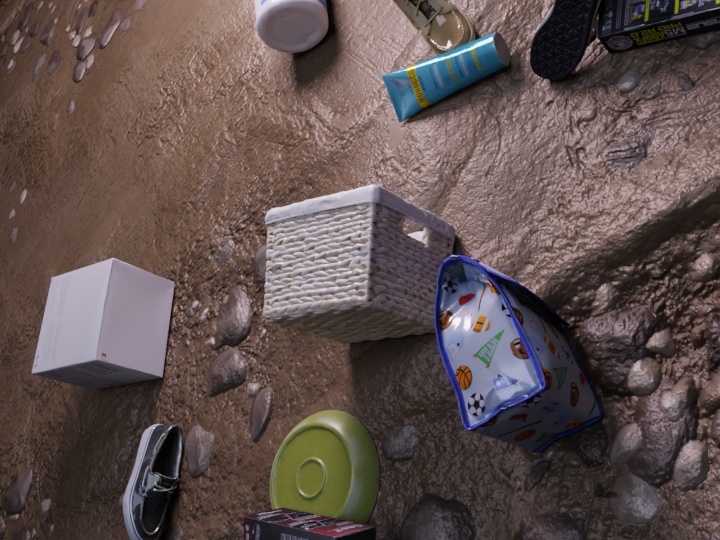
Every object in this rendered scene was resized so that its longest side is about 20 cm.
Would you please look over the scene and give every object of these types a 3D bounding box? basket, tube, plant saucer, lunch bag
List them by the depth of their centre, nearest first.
[{"bbox_3d":[0.172,0.086,0.913,0.124,0.170,0.200,-34,52,21],"label":"lunch bag"},{"bbox_3d":[0.000,0.000,1.083,0.200,0.198,0.161,-11,69,36],"label":"basket"},{"bbox_3d":[-0.061,0.294,1.120,0.200,0.031,0.200,-17,62,34],"label":"plant saucer"},{"bbox_3d":[0.126,-0.295,1.199,0.200,0.050,0.078,-18,91,35],"label":"tube"}]

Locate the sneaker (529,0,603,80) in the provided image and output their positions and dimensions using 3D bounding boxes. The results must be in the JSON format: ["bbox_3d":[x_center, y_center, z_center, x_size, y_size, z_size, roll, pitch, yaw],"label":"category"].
[{"bbox_3d":[0.288,-0.345,1.047,0.072,0.083,0.200,31,135,15],"label":"sneaker"}]

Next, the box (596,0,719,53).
[{"bbox_3d":[0.393,-0.390,1.017,0.160,0.044,0.200,-4,70,39],"label":"box"}]

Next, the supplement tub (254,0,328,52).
[{"bbox_3d":[-0.131,-0.513,1.457,0.132,0.132,0.200,-25,58,31],"label":"supplement tub"}]

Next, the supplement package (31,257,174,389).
[{"bbox_3d":[-0.471,0.104,1.469,0.200,0.147,0.191,-13,64,36],"label":"supplement package"}]

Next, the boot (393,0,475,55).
[{"bbox_3d":[0.085,-0.415,1.212,0.073,0.155,0.200,-40,51,20],"label":"boot"}]

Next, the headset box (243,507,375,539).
[{"bbox_3d":[-0.059,0.394,1.011,0.200,0.077,0.149,-5,84,45],"label":"headset box"}]

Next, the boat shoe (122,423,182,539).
[{"bbox_3d":[-0.335,0.344,1.301,0.071,0.072,0.200,-21,57,37],"label":"boat shoe"}]
